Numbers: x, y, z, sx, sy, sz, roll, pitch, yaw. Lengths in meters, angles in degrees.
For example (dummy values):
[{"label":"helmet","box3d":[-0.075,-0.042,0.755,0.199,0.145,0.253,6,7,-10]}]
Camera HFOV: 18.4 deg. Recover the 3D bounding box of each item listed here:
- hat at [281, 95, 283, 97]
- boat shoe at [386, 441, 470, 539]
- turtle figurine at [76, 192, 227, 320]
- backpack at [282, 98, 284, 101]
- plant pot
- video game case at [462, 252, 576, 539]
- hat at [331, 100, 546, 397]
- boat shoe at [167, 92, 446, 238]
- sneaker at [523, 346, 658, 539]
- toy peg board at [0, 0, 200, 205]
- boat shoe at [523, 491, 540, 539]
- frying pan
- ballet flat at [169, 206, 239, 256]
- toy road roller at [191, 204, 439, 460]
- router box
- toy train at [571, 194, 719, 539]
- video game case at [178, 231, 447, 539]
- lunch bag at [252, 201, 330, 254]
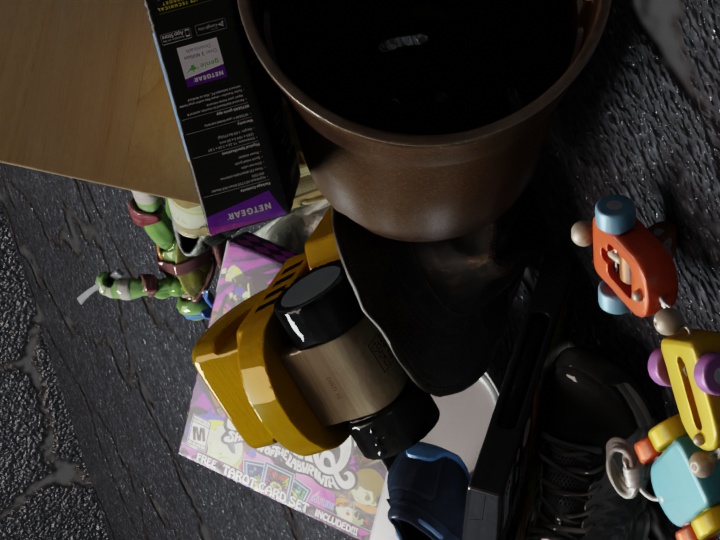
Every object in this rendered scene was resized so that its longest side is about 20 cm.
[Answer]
[{"label":"hat","box3d":[-0.054,-0.209,1.419,0.200,0.175,0.166,56,162,34]},{"label":"boat shoe","box3d":[0.050,0.195,1.530,0.084,0.069,0.200,5,144,32]},{"label":"turtle figurine","box3d":[-0.221,-0.043,2.262,0.200,0.143,0.195,43,148,48]},{"label":"backpack","box3d":[-0.087,-0.202,1.572,0.201,0.162,0.168,69,161,-3]},{"label":"plant pot","box3d":[0.034,-0.120,1.260,0.201,0.199,0.198,61,170,20]},{"label":"video game case","box3d":[0.099,0.119,1.432,0.025,0.182,0.201,14,145,11]},{"label":"hat","box3d":[0.068,-0.023,1.392,0.080,0.200,0.202,-15,100,31]},{"label":"boat shoe","box3d":[-0.035,-0.075,1.508,0.063,0.199,0.073,85,161,-57]},{"label":"sneaker","box3d":[0.132,0.149,1.393,0.075,0.116,0.201,21,145,30]},{"label":"toy peg board","box3d":[-0.163,-0.161,1.412,0.098,0.198,0.202,-115,36,-83]},{"label":"boat shoe","box3d":[0.160,0.244,1.556,0.091,0.070,0.202,159,95,-75]},{"label":"frying pan","box3d":[0.061,0.069,1.542,0.114,0.031,0.192,14,103,34]},{"label":"ballet flat","box3d":[-0.111,-0.076,1.551,0.066,0.057,0.200,25,153,20]},{"label":"toy road roller","box3d":[-0.019,0.036,1.447,0.145,0.200,0.123,-18,113,33]},{"label":"router box","box3d":[-0.077,-0.109,1.272,0.200,0.051,0.150,-86,-19,-82]},{"label":"toy train","box3d":[0.181,0.058,1.258,0.150,0.055,0.201,-132,28,-52]},{"label":"video game case","box3d":[-0.027,0.091,1.635,0.199,0.036,0.182,24,112,20]},{"label":"lunch bag","box3d":[-0.005,0.023,1.699,0.165,0.117,0.200,64,157,2]}]
